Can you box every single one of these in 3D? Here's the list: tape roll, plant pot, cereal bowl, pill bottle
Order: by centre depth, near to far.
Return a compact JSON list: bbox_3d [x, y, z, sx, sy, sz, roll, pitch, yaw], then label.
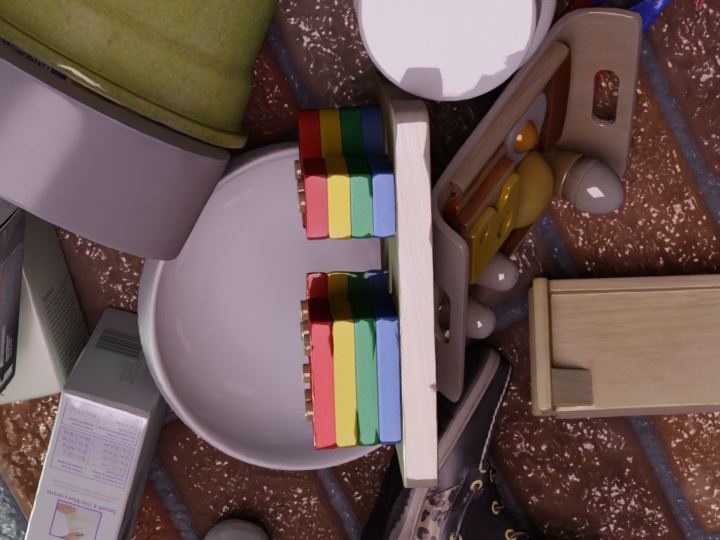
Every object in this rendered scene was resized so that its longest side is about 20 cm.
[{"bbox_3d":[-0.174,-0.082,1.400,0.200,0.200,0.066,28,99,-4],"label":"tape roll"},{"bbox_3d":[0.055,-0.166,1.411,0.113,0.200,0.113,2,109,5],"label":"pill bottle"},{"bbox_3d":[-0.109,-0.197,1.437,0.200,0.200,0.184,30,99,-5],"label":"plant pot"},{"bbox_3d":[-0.043,0.016,1.529,0.200,0.083,0.200,-4,102,-22],"label":"cereal bowl"}]

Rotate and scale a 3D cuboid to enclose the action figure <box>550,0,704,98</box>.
[{"bbox_3d":[0.184,-0.189,1.472,0.065,0.052,0.200,41,106,-3],"label":"action figure"}]

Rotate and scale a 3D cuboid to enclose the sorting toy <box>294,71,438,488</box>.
[{"bbox_3d":[0.000,0.000,1.403,0.070,0.199,0.200,-3,101,-2],"label":"sorting toy"}]

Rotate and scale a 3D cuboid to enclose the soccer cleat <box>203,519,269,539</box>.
[{"bbox_3d":[-0.093,0.257,1.639,0.069,0.078,0.200,8,110,3],"label":"soccer cleat"}]

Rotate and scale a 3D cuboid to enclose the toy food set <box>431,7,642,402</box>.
[{"bbox_3d":[0.100,-0.037,1.437,0.060,0.200,0.144,25,147,19],"label":"toy food set"}]

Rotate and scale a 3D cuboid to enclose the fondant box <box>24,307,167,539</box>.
[{"bbox_3d":[-0.167,0.142,1.572,0.058,0.144,0.200,15,110,0],"label":"fondant box"}]

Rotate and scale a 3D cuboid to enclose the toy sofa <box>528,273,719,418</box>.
[{"bbox_3d":[0.202,0.044,1.542,0.200,0.098,0.083,-3,84,7],"label":"toy sofa"}]

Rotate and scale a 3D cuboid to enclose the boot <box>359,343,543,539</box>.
[{"bbox_3d":[0.088,0.161,1.585,0.150,0.073,0.200,24,86,-15],"label":"boot"}]

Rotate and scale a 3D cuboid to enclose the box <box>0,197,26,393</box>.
[{"bbox_3d":[-0.289,-0.019,1.468,0.200,0.048,0.158,29,141,13],"label":"box"}]

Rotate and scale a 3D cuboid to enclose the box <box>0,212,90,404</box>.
[{"bbox_3d":[-0.231,-0.022,1.556,0.068,0.082,0.200,-12,106,12],"label":"box"}]
